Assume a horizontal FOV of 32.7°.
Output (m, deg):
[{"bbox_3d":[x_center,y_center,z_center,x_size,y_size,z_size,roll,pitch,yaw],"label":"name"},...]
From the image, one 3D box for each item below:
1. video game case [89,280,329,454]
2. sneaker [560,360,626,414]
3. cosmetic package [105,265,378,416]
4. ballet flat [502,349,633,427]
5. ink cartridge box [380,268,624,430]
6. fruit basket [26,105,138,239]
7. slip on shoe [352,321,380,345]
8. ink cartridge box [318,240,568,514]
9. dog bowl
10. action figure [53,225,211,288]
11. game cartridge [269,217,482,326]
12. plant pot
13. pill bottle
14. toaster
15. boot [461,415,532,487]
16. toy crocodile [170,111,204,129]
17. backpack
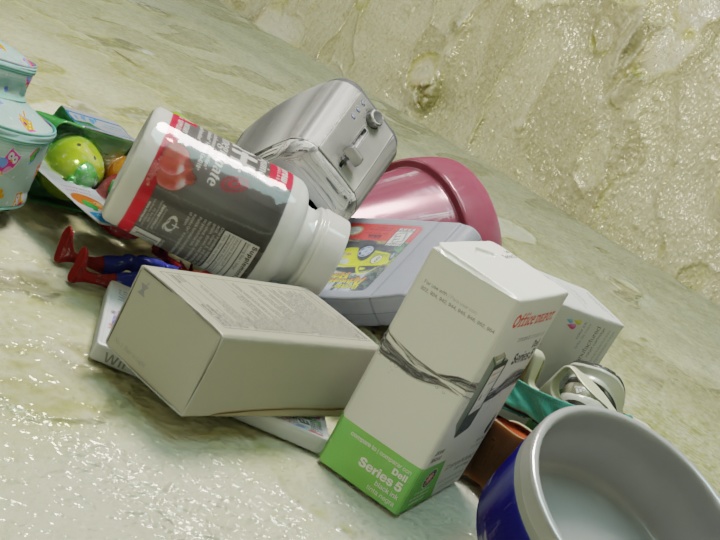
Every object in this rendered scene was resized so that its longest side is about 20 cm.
[{"bbox_3d":[-0.123,0.078,1.019,0.200,0.018,0.143,25,15,-14],"label":"video game case"},{"bbox_3d":[0.228,0.187,1.219,0.076,0.115,0.201,11,-31,35],"label":"sneaker"},{"bbox_3d":[-0.087,0.059,0.965,0.104,0.073,0.200,37,17,34],"label":"cosmetic package"},{"bbox_3d":[0.162,0.110,1.104,0.200,0.070,0.067,29,0,34],"label":"ballet flat"},{"bbox_3d":[0.140,0.068,1.227,0.200,0.145,0.088,21,18,-32],"label":"ink cartridge box"},{"bbox_3d":[-0.235,-0.084,1.188,0.200,0.094,0.185,30,10,36],"label":"fruit basket"},{"bbox_3d":[-0.031,0.068,1.159,0.200,0.074,0.061,36,-25,56],"label":"slip on shoe"},{"bbox_3d":[0.070,0.082,0.997,0.084,0.200,0.145,33,15,20],"label":"ink cartridge box"},{"bbox_3d":[0.188,0.203,0.910,0.200,0.079,0.200,23,38,-19],"label":"dog bowl"},{"bbox_3d":[-0.176,0.005,1.122,0.200,0.052,0.065,19,12,-41],"label":"action figure"},{"bbox_3d":[0.000,0.000,1.157,0.200,0.041,0.133,4,41,39],"label":"game cartridge"},{"bbox_3d":[0.026,-0.023,1.344,0.179,0.200,0.200,-6,34,-40],"label":"plant pot"},{"bbox_3d":[-0.114,-0.051,1.075,0.200,0.111,0.111,27,14,-15],"label":"pill bottle"},{"bbox_3d":[-0.067,-0.093,1.201,0.114,0.200,0.129,52,38,-20],"label":"toaster"},{"bbox_3d":[0.155,0.183,1.081,0.107,0.075,0.200,22,13,-44],"label":"boot"},{"bbox_3d":[-0.164,-0.089,1.307,0.068,0.062,0.200,44,-18,40],"label":"toy crocodile"},{"bbox_3d":[-0.367,-0.143,1.069,0.200,0.153,0.176,40,11,16],"label":"backpack"}]
